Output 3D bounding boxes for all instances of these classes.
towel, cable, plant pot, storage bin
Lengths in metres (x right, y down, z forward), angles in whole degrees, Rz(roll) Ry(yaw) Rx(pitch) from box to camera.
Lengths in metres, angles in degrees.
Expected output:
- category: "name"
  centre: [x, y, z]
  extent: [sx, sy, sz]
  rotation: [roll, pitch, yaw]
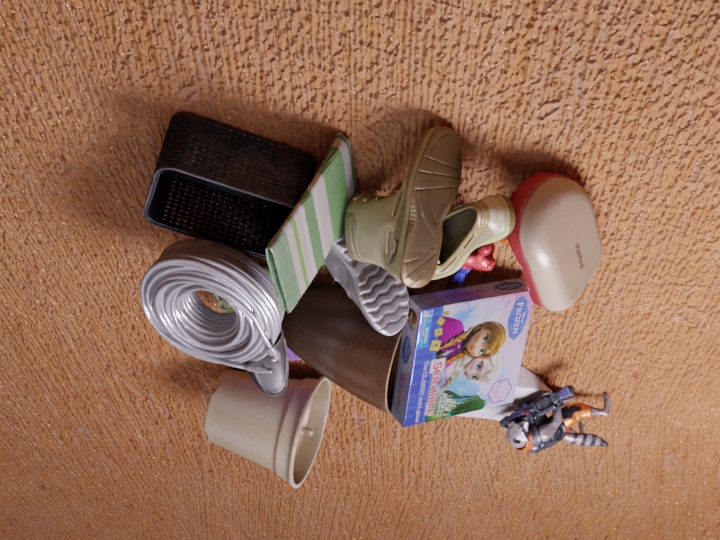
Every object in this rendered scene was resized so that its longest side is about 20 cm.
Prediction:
- category: "towel"
  centre: [-0.059, -0.059, 1.337]
  extent: [0.023, 0.200, 0.153]
  rotation: [21, 150, 18]
- category: "cable"
  centre: [-0.201, 0.044, 1.442]
  extent: [0.199, 0.069, 0.201]
  rotation: [8, 133, 16]
- category: "plant pot"
  centre: [-0.014, 0.099, 1.599]
  extent: [0.199, 0.187, 0.187]
  rotation: [17, 150, 18]
- category: "plant pot"
  centre: [-0.170, 0.263, 1.874]
  extent: [0.183, 0.201, 0.201]
  rotation: [14, 148, 12]
- category: "storage bin"
  centre: [-0.171, -0.107, 1.382]
  extent: [0.199, 0.094, 0.135]
  rotation: [18, 146, -12]

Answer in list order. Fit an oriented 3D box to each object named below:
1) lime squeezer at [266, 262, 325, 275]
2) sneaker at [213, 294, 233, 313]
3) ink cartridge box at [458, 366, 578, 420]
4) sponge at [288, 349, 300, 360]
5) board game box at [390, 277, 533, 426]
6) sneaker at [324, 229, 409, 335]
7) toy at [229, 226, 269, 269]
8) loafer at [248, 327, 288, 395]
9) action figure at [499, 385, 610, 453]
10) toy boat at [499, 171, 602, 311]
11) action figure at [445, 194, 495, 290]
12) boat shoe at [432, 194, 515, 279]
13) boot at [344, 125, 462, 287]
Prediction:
- category: "lime squeezer"
  centre: [-0.128, 0.005, 1.570]
  extent: [0.199, 0.038, 0.071]
  rotation: [-4, 165, -3]
- category: "sneaker"
  centre: [-0.188, 0.063, 1.607]
  extent: [0.079, 0.131, 0.200]
  rotation: [-11, 141, 28]
- category: "ink cartridge box"
  centre: [0.250, 0.214, 1.830]
  extent: [0.199, 0.057, 0.162]
  rotation: [6, 153, -36]
- category: "sponge"
  centre: [-0.128, 0.111, 1.758]
  extent: [0.199, 0.030, 0.112]
  rotation: [-5, 145, 21]
- category: "board game box"
  centre: [0.149, 0.118, 1.533]
  extent: [0.199, 0.041, 0.201]
  rotation: [-9, 121, -27]
- category: "sneaker"
  centre: [0.000, 0.000, 1.467]
  extent: [0.075, 0.201, 0.082]
  rotation: [-27, 176, -25]
- category: "toy"
  centre: [-0.164, -0.038, 1.494]
  extent: [0.199, 0.115, 0.047]
  rotation: [-6, 112, 18]
- category: "loafer"
  centre: [-0.144, 0.102, 1.550]
  extent: [0.073, 0.072, 0.201]
  rotation: [-19, 114, -10]
- category: "action figure"
  centre: [0.333, 0.259, 1.777]
  extent: [0.193, 0.105, 0.200]
  rotation: [-7, 161, -23]
- category: "toy boat"
  centre: [0.230, -0.046, 1.380]
  extent: [0.130, 0.131, 0.200]
  rotation: [24, 158, 34]
- category: "action figure"
  centre: [0.142, -0.036, 1.454]
  extent: [0.065, 0.099, 0.200]
  rotation: [13, 169, -12]
- category: "boat shoe"
  centre: [0.112, -0.040, 1.345]
  extent: [0.063, 0.074, 0.200]
  rotation: [-4, 165, -36]
- category: "boot"
  centre: [0.050, -0.092, 1.344]
  extent: [0.073, 0.201, 0.155]
  rotation: [4, -169, -33]
